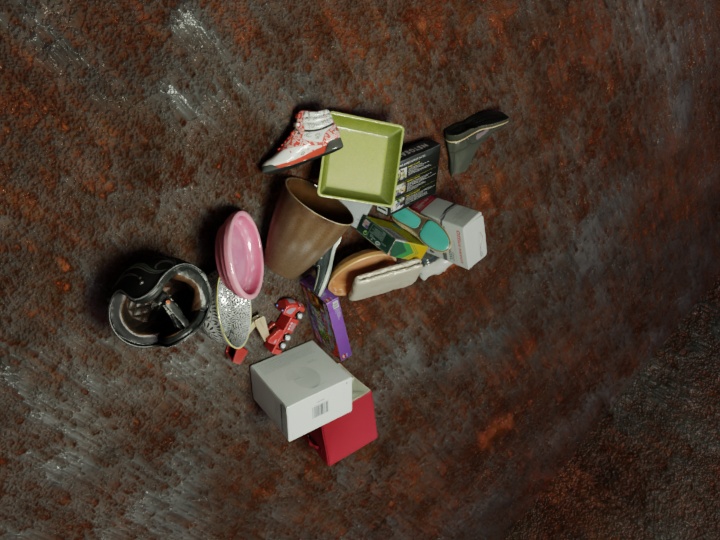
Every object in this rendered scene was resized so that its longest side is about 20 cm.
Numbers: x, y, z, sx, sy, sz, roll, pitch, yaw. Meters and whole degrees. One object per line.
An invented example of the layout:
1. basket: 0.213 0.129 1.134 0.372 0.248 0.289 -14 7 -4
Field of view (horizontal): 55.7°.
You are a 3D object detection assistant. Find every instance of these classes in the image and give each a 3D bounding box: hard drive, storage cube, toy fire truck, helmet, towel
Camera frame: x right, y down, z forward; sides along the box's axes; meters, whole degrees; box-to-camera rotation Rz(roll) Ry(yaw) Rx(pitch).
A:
1. hard drive: -0.008 -0.219 1.742 0.139 0.033 0.201 22 98 -44
2. storage cube: -0.072 0.405 1.944 0.199 0.171 0.181 -25 126 -26
3. toy fire truck: -0.243 0.152 1.746 0.140 0.049 0.201 25 96 -44
4. helmet: -0.432 0.066 1.446 0.199 0.189 0.202 9 79 -52
5. towel: 0.067 0.024 1.828 0.198 0.035 0.133 -15 159 -15

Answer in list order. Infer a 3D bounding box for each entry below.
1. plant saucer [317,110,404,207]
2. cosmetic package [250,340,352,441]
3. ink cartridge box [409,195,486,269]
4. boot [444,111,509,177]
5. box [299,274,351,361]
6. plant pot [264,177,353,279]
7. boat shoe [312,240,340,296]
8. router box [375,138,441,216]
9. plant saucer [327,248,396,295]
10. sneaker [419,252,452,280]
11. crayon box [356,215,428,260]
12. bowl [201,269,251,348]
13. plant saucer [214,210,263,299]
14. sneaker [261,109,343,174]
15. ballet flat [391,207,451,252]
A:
1. plant saucer: -0.004 -0.266 1.652 0.198 0.048 0.202 7 93 -20
2. cosmetic package: -0.157 0.312 1.801 0.198 0.200 0.124 -20 128 -29
3. ink cartridge box: 0.242 -0.109 1.886 0.083 0.199 0.146 -38 132 -27
4. boot: 0.325 -0.358 1.918 0.198 0.078 0.139 -20 130 -14
5. box: -0.091 0.126 1.794 0.039 0.137 0.201 -28 128 -22
6. plant pot: -0.145 -0.086 1.623 0.186 0.187 0.201 13 120 -42
7. boat shoe: -0.093 -0.036 1.710 0.060 0.076 0.202 17 76 -4
8. router box: 0.127 -0.247 1.794 0.199 0.051 0.150 -28 135 -38
9. plant saucer: 0.000 0.000 1.813 0.198 0.038 0.201 -21 156 -10
10. sneaker: 0.246 -0.038 2.039 0.198 0.075 0.088 -22 138 -21
11. crayon box: 0.096 -0.082 1.817 0.199 0.127 0.051 8 116 -53
12. bowl: -0.332 0.085 1.579 0.093 0.202 0.202 -6 128 11
13. plant saucer: -0.277 -0.033 1.549 0.050 0.202 0.202 -5 129 13
14. sneaker: -0.148 -0.300 1.566 0.199 0.067 0.109 -20 93 0
15. ballet flat: 0.171 -0.113 1.843 0.071 0.200 0.065 -51 158 4
